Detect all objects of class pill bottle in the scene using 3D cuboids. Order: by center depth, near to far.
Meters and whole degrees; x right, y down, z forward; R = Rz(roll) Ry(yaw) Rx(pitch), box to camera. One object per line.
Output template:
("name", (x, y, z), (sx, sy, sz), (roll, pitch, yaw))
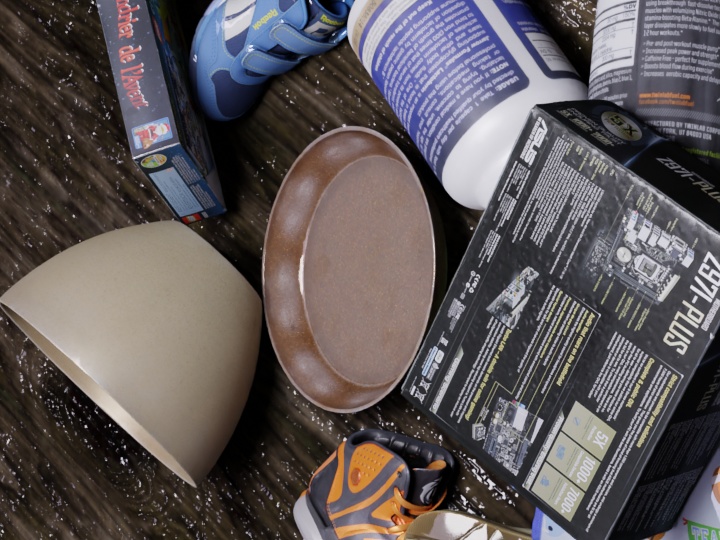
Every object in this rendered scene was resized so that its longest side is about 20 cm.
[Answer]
("pill bottle", (0.194, -0.129, 1.322), (0.106, 0.106, 0.202), (-3, 74, 40))
("pill bottle", (0.084, -0.113, 1.420), (0.116, 0.115, 0.201), (-47, 60, 29))

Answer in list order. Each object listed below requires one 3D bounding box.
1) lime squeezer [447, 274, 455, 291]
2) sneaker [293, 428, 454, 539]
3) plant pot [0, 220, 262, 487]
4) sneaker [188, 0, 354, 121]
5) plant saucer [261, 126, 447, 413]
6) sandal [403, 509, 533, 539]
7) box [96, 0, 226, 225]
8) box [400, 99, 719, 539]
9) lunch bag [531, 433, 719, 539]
("lime squeezer", (0.097, 0.036, 1.468), (0.070, 0.038, 0.202), (-9, 81, 8))
("sneaker", (0.034, 0.191, 1.483), (0.200, 0.077, 0.112), (50, 120, 29))
("plant pot", (-0.149, 0.043, 1.590), (0.135, 0.201, 0.200), (-47, 55, -10))
("sneaker", (-0.058, -0.182, 1.571), (0.082, 0.074, 0.201), (47, 119, 27))
("plant saucer", (0.000, 0.000, 1.524), (0.200, 0.034, 0.202), (-7, 82, 52))
("sandal", (0.121, 0.213, 1.418), (0.199, 0.054, 0.081), (21, 89, 22))
("box", (-0.154, -0.151, 1.598), (0.037, 0.137, 0.201), (-17, 68, 6))
("box", (0.139, 0.029, 1.227), (0.163, 0.086, 0.201), (37, 116, 30))
("lunch bag", (0.207, 0.118, 1.310), (0.169, 0.123, 0.201), (27, 99, 36))
